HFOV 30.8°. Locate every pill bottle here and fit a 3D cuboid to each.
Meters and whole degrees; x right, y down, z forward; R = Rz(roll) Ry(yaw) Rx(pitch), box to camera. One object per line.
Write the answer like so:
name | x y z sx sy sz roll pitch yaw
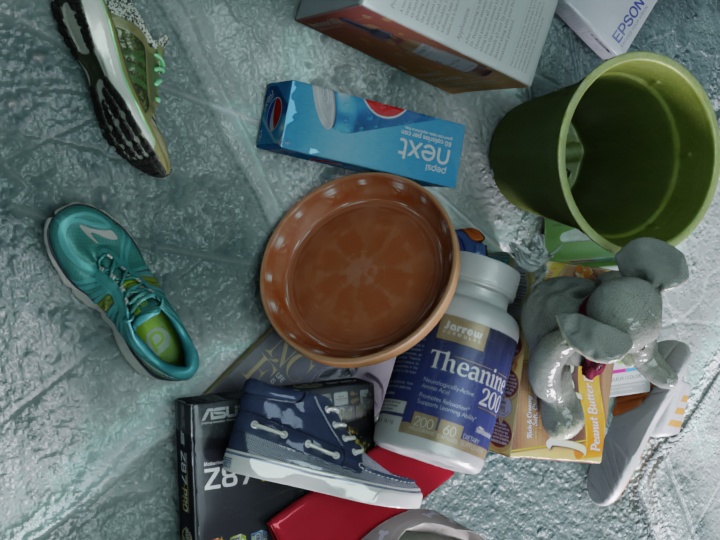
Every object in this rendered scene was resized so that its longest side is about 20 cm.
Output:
pill bottle | 0.091 0.088 1.270 0.111 0.111 0.201 22 78 -26

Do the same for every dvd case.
dvd case | -0.046 0.113 1.326 0.200 0.016 0.149 -45 111 -17

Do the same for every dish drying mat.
dish drying mat | 0.002 0.225 1.293 0.200 0.018 0.077 -32 107 -24

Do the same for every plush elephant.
plush elephant | 0.234 0.054 1.221 0.165 0.155 0.200 -41 117 -19

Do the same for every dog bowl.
dog bowl | 0.042 0.330 1.324 0.200 0.059 0.201 -25 133 -29

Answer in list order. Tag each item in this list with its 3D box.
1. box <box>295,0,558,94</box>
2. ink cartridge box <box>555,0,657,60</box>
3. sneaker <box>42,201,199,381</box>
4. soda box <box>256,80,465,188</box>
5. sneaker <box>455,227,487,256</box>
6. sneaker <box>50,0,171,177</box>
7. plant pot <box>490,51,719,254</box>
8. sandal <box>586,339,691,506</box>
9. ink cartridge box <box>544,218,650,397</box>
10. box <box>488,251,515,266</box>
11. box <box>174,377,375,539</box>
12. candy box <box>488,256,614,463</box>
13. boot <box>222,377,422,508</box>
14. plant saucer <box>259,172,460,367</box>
box | 0.065 -0.260 1.277 0.199 0.152 0.107 20 86 -26
ink cartridge box | 0.262 -0.369 1.431 0.200 0.041 0.200 37 77 -24
sneaker | -0.211 0.020 1.201 0.077 0.080 0.200 -42 110 -18
soda box | 0.002 -0.134 1.305 0.199 0.064 0.068 11 89 -28
sneaker | 0.083 0.054 1.366 0.078 0.075 0.201 2 87 -15
sneaker | -0.203 -0.184 1.198 0.088 0.077 0.201 -30 109 -30
plant pot | 0.232 -0.118 1.352 0.199 0.190 0.201 -2 94 -27
sandal | 0.325 0.178 1.490 0.059 0.079 0.207 26 91 -27
ink cartridge box | 0.262 0.039 1.451 0.103 0.059 0.201 -5 96 -26
box | 0.157 0.083 1.390 0.049 0.082 0.201 -5 96 -25
box | -0.080 0.196 1.281 0.199 0.049 0.162 -3 94 -28
candy box | 0.199 0.092 1.334 0.115 0.055 0.201 8 91 -26
boot | -0.026 0.165 1.233 0.199 0.073 0.091 16 81 -20
plant saucer | 0.000 0.000 1.260 0.201 0.200 0.032 -56 151 -12
